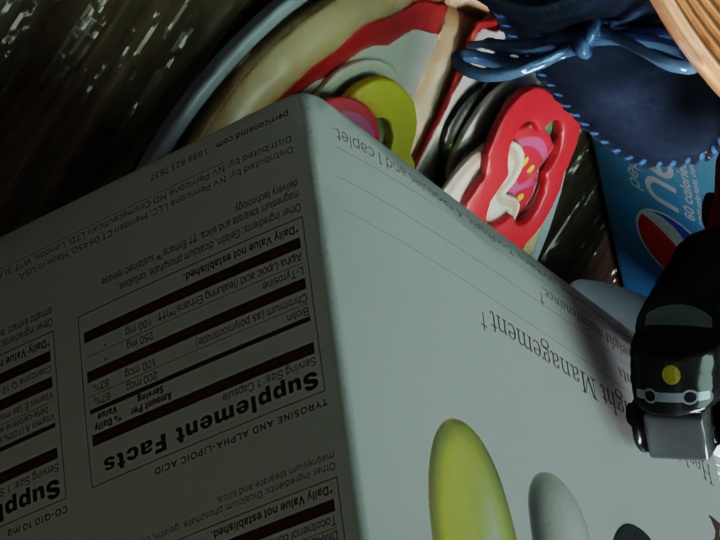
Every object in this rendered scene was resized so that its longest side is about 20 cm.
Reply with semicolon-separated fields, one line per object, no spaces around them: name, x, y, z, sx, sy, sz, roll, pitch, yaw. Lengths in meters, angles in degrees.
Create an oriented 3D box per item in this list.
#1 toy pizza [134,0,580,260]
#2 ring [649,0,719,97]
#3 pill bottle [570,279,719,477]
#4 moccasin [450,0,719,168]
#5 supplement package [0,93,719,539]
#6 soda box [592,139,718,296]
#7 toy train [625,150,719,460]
toy pizza;0.000;0.000;0.840;0.200;0.032;0.201;-33;140;-33
ring;0.080;-0.132;0.749;0.200;0.019;0.202;40;43;-50
pill bottle;0.059;0.110;0.933;0.112;0.112;0.201;8;111;-55
moccasin;0.044;-0.088;0.764;0.200;0.080;0.068;51;30;-39
supplement package;-0.006;0.104;0.703;0.146;0.201;0.191;-24;147;26
soda box;0.115;-0.050;0.921;0.068;0.064;0.201;-44;145;-21
toy train;0.106;-0.017;0.781;0.200;0.034;0.046;-55;140;-54
